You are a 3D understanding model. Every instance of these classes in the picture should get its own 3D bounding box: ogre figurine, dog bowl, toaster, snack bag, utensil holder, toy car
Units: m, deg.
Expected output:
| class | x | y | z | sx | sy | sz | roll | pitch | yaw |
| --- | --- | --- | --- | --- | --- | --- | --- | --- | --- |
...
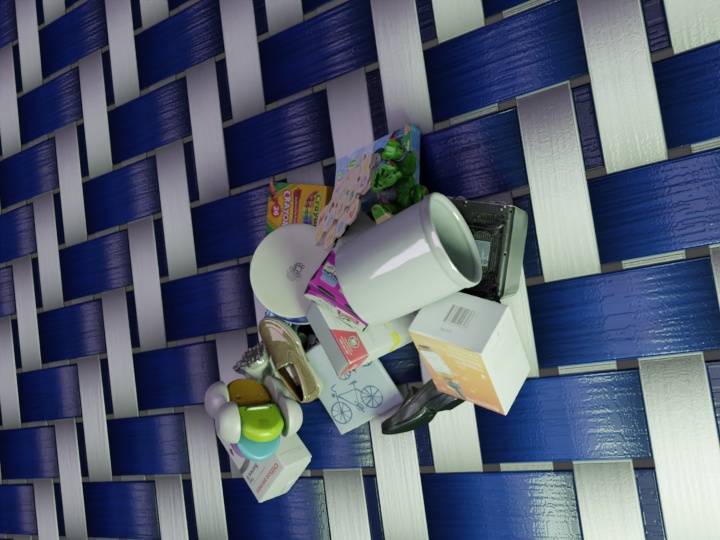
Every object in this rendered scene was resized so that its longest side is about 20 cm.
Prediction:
| class | x | y | z | sx | sy | sz | roll | pitch | yaw |
| --- | --- | --- | --- | --- | --- | --- | --- | --- | --- |
| ogre figurine | 0.063 | -0.144 | 1.490 | 0.098 | 0.120 | 0.201 | -3 | 107 | 28 |
| dog bowl | -0.124 | 0.007 | 1.672 | 0.199 | 0.079 | 0.201 | -2 | 78 | 10 |
| toaster | 0.202 | -0.033 | 1.483 | 0.180 | 0.119 | 0.201 | 9 | 95 | 28 |
| snack bag | -0.027 | 0.224 | 1.688 | 0.188 | 0.021 | 0.200 | -35 | 88 | 33 |
| utensil holder | 0.079 | -0.016 | 1.385 | 0.199 | 0.170 | 0.171 | -26 | 75 | 25 |
| toy car | -0.226 | 0.315 | 1.682 | 0.200 | 0.174 | 0.151 | -138 | 52 | -57 |

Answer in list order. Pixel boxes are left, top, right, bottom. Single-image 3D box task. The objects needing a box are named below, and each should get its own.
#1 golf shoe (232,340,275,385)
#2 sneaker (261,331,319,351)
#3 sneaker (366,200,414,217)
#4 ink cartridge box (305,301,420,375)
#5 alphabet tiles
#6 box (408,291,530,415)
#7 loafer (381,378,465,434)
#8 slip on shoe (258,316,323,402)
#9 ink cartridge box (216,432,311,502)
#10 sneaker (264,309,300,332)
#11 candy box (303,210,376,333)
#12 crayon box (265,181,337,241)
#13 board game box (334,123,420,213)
| class | x | y | z | sx | sy | sz | roll | pitch | yaw |
| --- | --- | --- | --- | --- | --- | --- | --- | --- | --- |
| golf shoe | -0.216 | 0.215 | 1.796 | 0.097 | 0.200 | 0.078 | 43 | 73 | -5 |
| sneaker | -0.131 | 0.170 | 1.766 | 0.199 | 0.088 | 0.075 | 8 | 93 | 35 |
| sneaker | 0.039 | -0.105 | 1.655 | 0.199 | 0.073 | 0.082 | 3 | 69 | 45 |
| ink cartridge box | 0.017 | 0.094 | 1.578 | 0.146 | 0.199 | 0.083 | 60 | 153 | 16 |
| alphabet tiles | -0.032 | -0.136 | 1.572 | 0.200 | 0.015 | 0.196 | -46 | 25 | 37 |
| box | 0.197 | 0.142 | 1.443 | 0.152 | 0.200 | 0.107 | 15 | 58 | 35 |
| loafer | 0.118 | 0.261 | 1.597 | 0.200 | 0.073 | 0.073 | -33 | 64 | 22 |
| slip on shoe | -0.155 | 0.187 | 1.689 | 0.076 | 0.061 | 0.201 | -33 | 87 | 34 |
| ink cartridge box | -0.218 | 0.390 | 1.818 | 0.200 | 0.084 | 0.146 | 51 | 128 | 25 |
| sneaker | -0.109 | 0.067 | 1.738 | 0.200 | 0.079 | 0.096 | -48 | 66 | 4 |
| candy box | 0.000 | 0.000 | 1.537 | 0.136 | 0.200 | 0.061 | 34 | 148 | 0 |
| crayon box | -0.117 | -0.125 | 1.778 | 0.199 | 0.051 | 0.128 | 7 | 93 | 36 |
| board game box | 0.031 | -0.194 | 1.642 | 0.199 | 0.037 | 0.152 | -22 | 50 | 35 |
